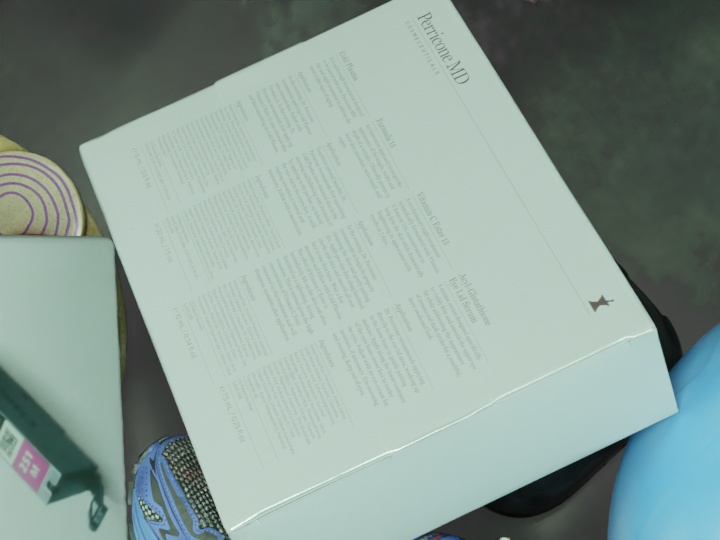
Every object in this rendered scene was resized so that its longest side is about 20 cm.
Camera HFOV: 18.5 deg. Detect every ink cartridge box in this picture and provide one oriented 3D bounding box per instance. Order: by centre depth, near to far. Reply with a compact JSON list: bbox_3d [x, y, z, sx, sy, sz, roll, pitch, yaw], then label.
[{"bbox_3d":[-0.160,0.088,0.745,0.173,0.043,0.202,0,86,-42],"label":"ink cartridge box"}]

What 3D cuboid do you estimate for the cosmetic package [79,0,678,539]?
[{"bbox_3d":[0.000,0.000,0.767,0.150,0.052,0.201,-26,46,0],"label":"cosmetic package"}]

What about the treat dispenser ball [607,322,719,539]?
[{"bbox_3d":[0.184,0.098,0.751,0.199,0.201,0.203,1,72,-3],"label":"treat dispenser ball"}]

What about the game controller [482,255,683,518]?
[{"bbox_3d":[0.030,-0.001,0.863,0.104,0.042,0.200,-43,79,0],"label":"game controller"}]

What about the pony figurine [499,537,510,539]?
[{"bbox_3d":[-0.008,0.198,0.690,0.191,0.166,0.202,-12,97,-12],"label":"pony figurine"}]

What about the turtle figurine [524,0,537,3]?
[{"bbox_3d":[0.075,-0.155,0.874,0.198,0.101,0.150,14,37,14],"label":"turtle figurine"}]

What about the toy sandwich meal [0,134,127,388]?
[{"bbox_3d":[-0.186,0.023,0.818,0.203,0.070,0.207,1,72,-3],"label":"toy sandwich meal"}]

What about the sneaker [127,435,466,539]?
[{"bbox_3d":[0.006,0.114,0.772,0.199,0.079,0.075,33,30,13],"label":"sneaker"}]
